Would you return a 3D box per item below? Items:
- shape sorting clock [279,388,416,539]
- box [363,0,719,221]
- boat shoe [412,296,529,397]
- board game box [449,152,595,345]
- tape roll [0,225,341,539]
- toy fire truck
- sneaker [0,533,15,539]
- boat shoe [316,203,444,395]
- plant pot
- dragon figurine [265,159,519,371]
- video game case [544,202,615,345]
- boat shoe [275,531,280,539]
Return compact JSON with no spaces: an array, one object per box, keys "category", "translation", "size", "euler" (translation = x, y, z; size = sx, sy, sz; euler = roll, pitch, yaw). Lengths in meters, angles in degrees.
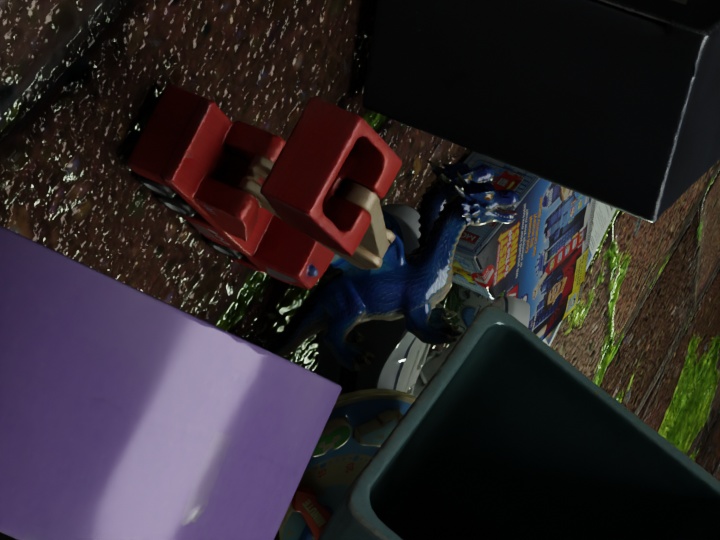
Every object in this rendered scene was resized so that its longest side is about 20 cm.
[{"category":"shape sorting clock","translation":[-0.026,0.160,0.967],"size":[0.199,0.039,0.201],"euler":[-20,135,-21]},{"category":"box","translation":[0.137,-0.146,0.902],"size":[0.200,0.196,0.118],"euler":[-35,142,-50]},{"category":"boat shoe","translation":[0.050,0.097,1.062],"size":[0.201,0.065,0.074],"euler":[-60,-168,20]},{"category":"board game box","translation":[0.107,-0.021,1.125],"size":[0.200,0.061,0.201],"euler":[-37,140,-44]},{"category":"tape roll","translation":[-0.113,0.038,0.543],"size":[0.085,0.199,0.200],"euler":[-65,156,-4]},{"category":"toy fire truck","translation":[-0.034,-0.033,0.722],"size":[0.049,0.140,0.200],"euler":[-62,156,-10]},{"category":"sneaker","translation":[-0.158,0.154,0.733],"size":[0.080,0.073,0.201],"euler":[-57,163,-58]},{"category":"boat shoe","translation":[0.023,0.034,0.988],"size":[0.086,0.074,0.203],"euler":[-38,145,-48]},{"category":"plant pot","translation":[0.067,0.185,0.872],"size":[0.196,0.196,0.200],"euler":[-48,175,-47]},{"category":"dragon figurine","translation":[0.000,0.000,0.877],"size":[0.059,0.199,0.100],"euler":[-89,163,-72]},{"category":"video game case","translation":[0.179,-0.039,1.325],"size":[0.183,0.022,0.200],"euler":[-63,157,-11]},{"category":"boat shoe","translation":[-0.086,0.144,0.849],"size":[0.074,0.075,0.204],"euler":[-13,121,-10]}]
